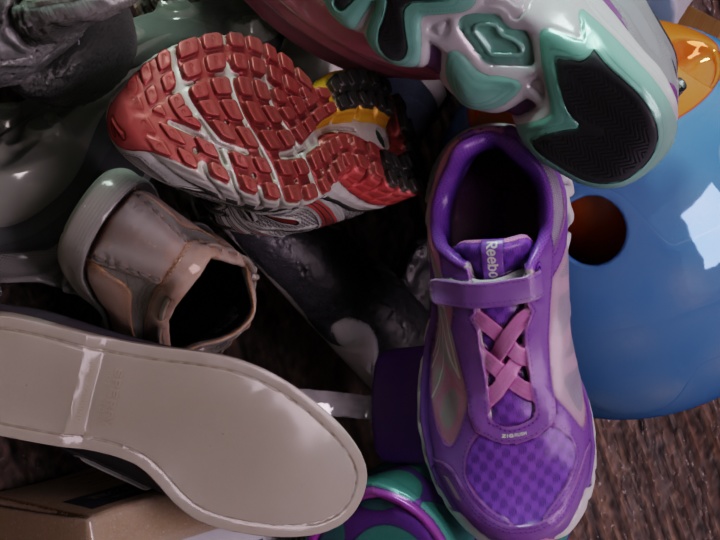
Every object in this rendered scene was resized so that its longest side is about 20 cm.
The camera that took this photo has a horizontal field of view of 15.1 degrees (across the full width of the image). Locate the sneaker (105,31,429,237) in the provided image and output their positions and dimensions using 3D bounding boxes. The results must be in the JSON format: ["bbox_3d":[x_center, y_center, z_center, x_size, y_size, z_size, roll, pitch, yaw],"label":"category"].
[{"bbox_3d":[-0.048,-0.046,1.178,0.200,0.082,0.078,12,57,-59],"label":"sneaker"}]

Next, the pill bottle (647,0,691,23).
[{"bbox_3d":[0.169,-0.226,1.488,0.114,0.114,0.200,53,56,-37],"label":"pill bottle"}]

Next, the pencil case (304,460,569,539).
[{"bbox_3d":[0.039,0.131,1.309,0.200,0.085,0.093,-19,95,-69],"label":"pencil case"}]

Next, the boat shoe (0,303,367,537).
[{"bbox_3d":[-0.092,0.060,1.195,0.199,0.063,0.073,20,94,-16],"label":"boat shoe"}]

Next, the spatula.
[{"bbox_3d":[-0.032,0.061,1.256,0.021,0.199,0.057,100,-10,-76],"label":"spatula"}]

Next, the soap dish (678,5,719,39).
[{"bbox_3d":[0.190,-0.041,1.554,0.200,0.081,0.158,49,58,-41],"label":"soap dish"}]

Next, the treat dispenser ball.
[{"bbox_3d":[0.132,-0.026,1.356,0.200,0.200,0.202,-6,98,-48],"label":"treat dispenser ball"}]

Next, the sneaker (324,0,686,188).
[{"bbox_3d":[0.063,-0.126,1.220,0.200,0.078,0.140,42,27,-3],"label":"sneaker"}]

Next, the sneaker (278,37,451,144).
[{"bbox_3d":[0.025,-0.099,1.373,0.200,0.075,0.085,-23,116,-39],"label":"sneaker"}]

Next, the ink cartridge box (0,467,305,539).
[{"bbox_3d":[-0.086,0.188,1.265,0.164,0.075,0.201,-15,105,-49],"label":"ink cartridge box"}]

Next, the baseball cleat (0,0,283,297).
[{"bbox_3d":[-0.109,-0.054,1.236,0.200,0.070,0.107,-32,131,-38],"label":"baseball cleat"}]

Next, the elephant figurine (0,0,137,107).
[{"bbox_3d":[-0.139,-0.130,1.134,0.141,0.155,0.201,38,62,-53],"label":"elephant figurine"}]

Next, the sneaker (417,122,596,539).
[{"bbox_3d":[0.062,0.022,1.208,0.088,0.080,0.201,75,11,-76],"label":"sneaker"}]

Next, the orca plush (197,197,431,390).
[{"bbox_3d":[0.000,0.000,1.316,0.071,0.105,0.200,-44,113,-2],"label":"orca plush"}]

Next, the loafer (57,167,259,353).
[{"bbox_3d":[-0.077,0.012,1.208,0.072,0.063,0.200,-58,163,-6],"label":"loafer"}]

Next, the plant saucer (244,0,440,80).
[{"bbox_3d":[-0.006,-0.165,1.282,0.200,0.051,0.201,26,41,-25],"label":"plant saucer"}]
